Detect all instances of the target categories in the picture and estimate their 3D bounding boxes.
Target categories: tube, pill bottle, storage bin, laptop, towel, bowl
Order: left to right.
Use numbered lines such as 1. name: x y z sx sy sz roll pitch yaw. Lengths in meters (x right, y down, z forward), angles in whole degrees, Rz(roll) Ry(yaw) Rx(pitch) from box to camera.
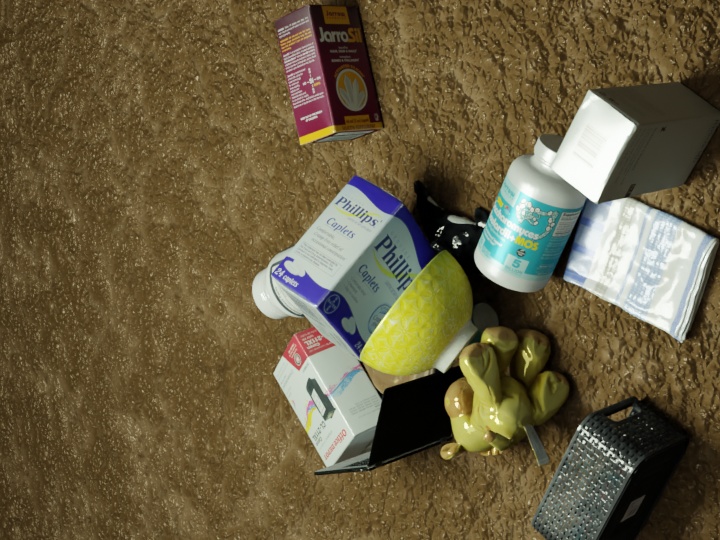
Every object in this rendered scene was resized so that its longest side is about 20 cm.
1. pill bottle: -0.085 0.011 1.844 0.200 0.119 0.120 -24 81 46
2. laptop: 0.047 0.227 1.704 0.200 0.187 0.116 -16 86 46
3. bowl: 0.101 0.081 1.582 0.108 0.200 0.200 39 126 9
4. tube: 0.126 0.101 1.704 0.200 0.050 0.078 -29 67 49
5. pill bottle: 0.235 -0.079 1.504 0.111 0.111 0.200 40 124 33
6. storage bin: 0.326 0.279 1.466 0.094 0.135 0.200 39 124 34
7. towel: 0.359 -0.013 1.454 0.200 0.024 0.147 32 119 38

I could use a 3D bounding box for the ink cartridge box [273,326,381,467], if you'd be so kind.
1. ink cartridge box: -0.047 0.207 1.850 0.200 0.083 0.146 58 147 20

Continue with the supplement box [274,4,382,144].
1. supplement box: -0.049 -0.305 1.747 0.086 0.110 0.201 -12 90 46

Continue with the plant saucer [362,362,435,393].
1. plant saucer: 0.050 0.117 1.765 0.200 0.029 0.201 26 121 54

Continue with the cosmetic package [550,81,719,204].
1. cosmetic package: 0.329 -0.154 1.328 0.081 0.200 0.113 45 129 31

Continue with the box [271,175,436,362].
1. box: 0.000 0.000 1.651 0.105 0.184 0.200 31 77 37

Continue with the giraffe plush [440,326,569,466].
1. giraffe plush: 0.186 0.194 1.585 0.162 0.172 0.201 -38 54 55

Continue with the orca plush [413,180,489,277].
1. orca plush: 0.131 -0.056 1.643 0.200 0.071 0.105 55 132 23
